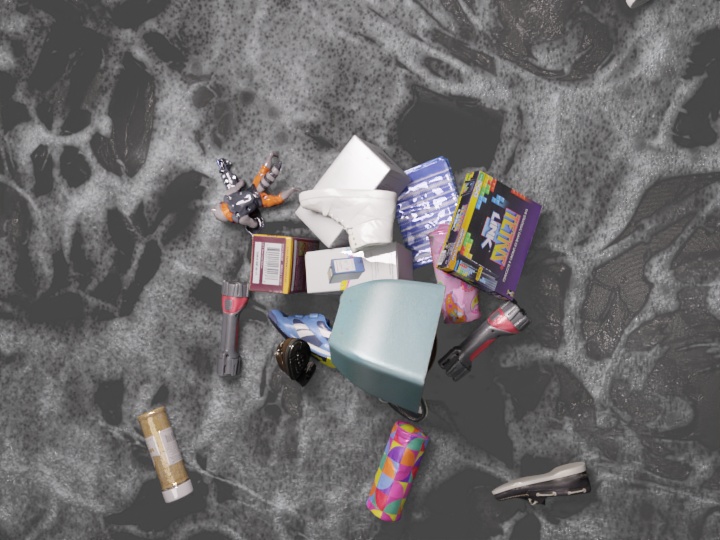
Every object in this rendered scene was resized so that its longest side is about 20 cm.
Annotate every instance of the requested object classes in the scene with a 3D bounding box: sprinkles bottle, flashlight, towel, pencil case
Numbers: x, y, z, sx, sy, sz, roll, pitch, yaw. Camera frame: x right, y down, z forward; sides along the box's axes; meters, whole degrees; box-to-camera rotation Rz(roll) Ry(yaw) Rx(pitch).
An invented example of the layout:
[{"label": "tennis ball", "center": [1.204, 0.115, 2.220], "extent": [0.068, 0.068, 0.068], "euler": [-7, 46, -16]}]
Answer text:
[{"label": "sprinkles bottle", "center": [-0.438, 0.412, 1.710], "extent": [0.067, 0.068, 0.205], "euler": [-22, 85, 12]}, {"label": "flashlight", "center": [0.254, 0.145, 1.548], "extent": [0.200, 0.068, 0.068], "euler": [-46, 68, 13]}, {"label": "flashlight", "center": [-0.280, 0.125, 1.677], "extent": [0.066, 0.068, 0.206], "euler": [3, 96, -21]}, {"label": "towel", "center": [0.144, -0.121, 1.597], "extent": [0.141, 0.024, 0.205], "euler": [-18, 86, 13]}, {"label": "pencil case", "center": [0.077, 0.419, 1.587], "extent": [0.086, 0.088, 0.205], "euler": [21, 97, 12]}, {"label": "pencil case", "center": [0.191, 0.006, 1.545], "extent": [0.085, 0.087, 0.206], "euler": [-11, 96, 12]}]

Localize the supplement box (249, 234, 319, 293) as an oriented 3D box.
[{"label": "supplement box", "center": [-0.154, -0.013, 1.574], "extent": [0.083, 0.200, 0.114], "euler": [5, 91, 13]}]

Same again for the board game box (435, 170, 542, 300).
[{"label": "board game box", "center": [0.254, -0.067, 1.495], "extent": [0.162, 0.056, 0.205], "euler": [23, 81, -20]}]

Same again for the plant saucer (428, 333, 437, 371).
[{"label": "plant saucer", "center": [0.061, 0.150, 1.576], "extent": [0.194, 0.035, 0.206], "euler": [2, 67, -4]}]

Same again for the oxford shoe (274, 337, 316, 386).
[{"label": "oxford shoe", "center": [-0.148, 0.181, 1.580], "extent": [0.083, 0.201, 0.073], "euler": [33, 69, 14]}]

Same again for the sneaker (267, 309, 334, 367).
[{"label": "sneaker", "center": [-0.111, 0.129, 1.633], "extent": [0.197, 0.074, 0.083], "euler": [29, 74, 19]}]

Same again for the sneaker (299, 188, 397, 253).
[{"label": "sneaker", "center": [-0.029, -0.092, 1.442], "extent": [0.194, 0.073, 0.119], "euler": [3, 88, 18]}]

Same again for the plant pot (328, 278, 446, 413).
[{"label": "plant pot", "center": [0.044, 0.133, 1.467], "extent": [0.194, 0.198, 0.200], "euler": [13, 65, 7]}]

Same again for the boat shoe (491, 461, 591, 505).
[{"label": "boat shoe", "center": [0.363, 0.439, 1.527], "extent": [0.195, 0.074, 0.062], "euler": [-17, 82, 4]}]

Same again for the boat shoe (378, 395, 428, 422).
[{"label": "boat shoe", "center": [0.066, 0.238, 1.596], "extent": [0.074, 0.062, 0.202], "euler": [-38, 83, 9]}]

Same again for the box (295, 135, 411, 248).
[{"label": "box", "center": [-0.013, -0.153, 1.555], "extent": [0.106, 0.152, 0.201], "euler": [44, 103, 15]}]

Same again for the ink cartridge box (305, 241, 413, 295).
[{"label": "ink cartridge box", "center": [0.000, 0.000, 1.559], "extent": [0.194, 0.145, 0.090], "euler": [-4, 85, 17]}]

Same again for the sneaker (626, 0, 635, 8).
[{"label": "sneaker", "center": [0.566, -0.609, 1.470], "extent": [0.199, 0.074, 0.116], "euler": [-40, 81, 0]}]

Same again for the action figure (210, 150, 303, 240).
[{"label": "action figure", "center": [-0.248, -0.182, 1.648], "extent": [0.192, 0.105, 0.202], "euler": [-36, 85, 1]}]
